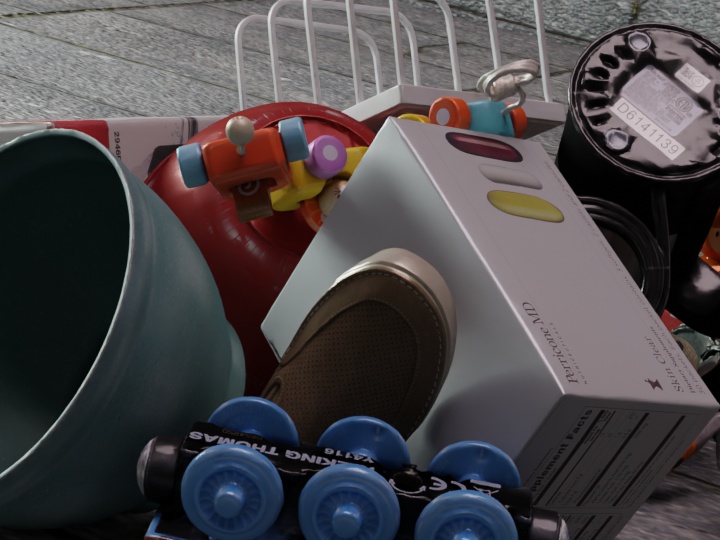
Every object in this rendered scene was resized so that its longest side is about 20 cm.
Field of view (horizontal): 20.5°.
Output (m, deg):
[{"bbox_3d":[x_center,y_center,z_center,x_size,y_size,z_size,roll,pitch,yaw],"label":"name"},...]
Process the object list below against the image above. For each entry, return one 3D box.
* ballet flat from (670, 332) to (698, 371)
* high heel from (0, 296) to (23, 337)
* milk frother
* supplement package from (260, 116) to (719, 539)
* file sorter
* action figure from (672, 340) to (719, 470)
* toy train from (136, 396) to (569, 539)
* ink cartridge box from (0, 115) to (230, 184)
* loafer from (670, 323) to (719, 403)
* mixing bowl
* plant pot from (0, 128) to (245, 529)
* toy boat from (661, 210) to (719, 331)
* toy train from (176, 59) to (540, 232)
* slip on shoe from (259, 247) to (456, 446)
[{"bbox_3d":[0.144,0.067,1.338,0.198,0.068,0.062,-1,-11,-15],"label":"ballet flat"},{"bbox_3d":[-0.184,0.071,1.167,0.199,0.097,0.067,27,7,-45],"label":"high heel"},{"bbox_3d":[0.157,-0.020,1.275,0.199,0.189,0.181,-24,65,-16],"label":"milk frother"},{"bbox_3d":[0.059,0.048,1.029,0.110,0.156,0.201,5,40,-38],"label":"supplement package"},{"bbox_3d":[0.019,-0.139,1.367,0.138,0.126,0.199,2,-13,-36],"label":"file sorter"},{"bbox_3d":[0.119,0.075,1.227,0.199,0.105,0.193,29,10,36],"label":"action figure"},{"bbox_3d":[-0.008,0.130,0.906,0.198,0.115,0.087,11,18,3],"label":"toy train"},{"bbox_3d":[-0.149,-0.028,1.308,0.083,0.146,0.199,1,6,40],"label":"ink cartridge box"},{"bbox_3d":[0.256,0.082,1.373,0.062,0.073,0.200,-2,20,-21],"label":"loafer"},{"bbox_3d":[-0.040,-0.025,1.209,0.198,0.202,0.109,8,-26,-11],"label":"mixing bowl"},{"bbox_3d":[-0.144,0.048,1.023,0.134,0.201,0.200,34,-4,-42],"label":"plant pot"},{"bbox_3d":[0.275,0.006,1.539,0.130,0.132,0.200,-1,19,-37],"label":"toy boat"},{"bbox_3d":[0.005,-0.055,1.082,0.198,0.056,0.150,-13,-10,-3],"label":"toy train"},{"bbox_3d":[-0.022,0.076,0.963,0.076,0.200,0.061,40,33,3],"label":"slip on shoe"}]
